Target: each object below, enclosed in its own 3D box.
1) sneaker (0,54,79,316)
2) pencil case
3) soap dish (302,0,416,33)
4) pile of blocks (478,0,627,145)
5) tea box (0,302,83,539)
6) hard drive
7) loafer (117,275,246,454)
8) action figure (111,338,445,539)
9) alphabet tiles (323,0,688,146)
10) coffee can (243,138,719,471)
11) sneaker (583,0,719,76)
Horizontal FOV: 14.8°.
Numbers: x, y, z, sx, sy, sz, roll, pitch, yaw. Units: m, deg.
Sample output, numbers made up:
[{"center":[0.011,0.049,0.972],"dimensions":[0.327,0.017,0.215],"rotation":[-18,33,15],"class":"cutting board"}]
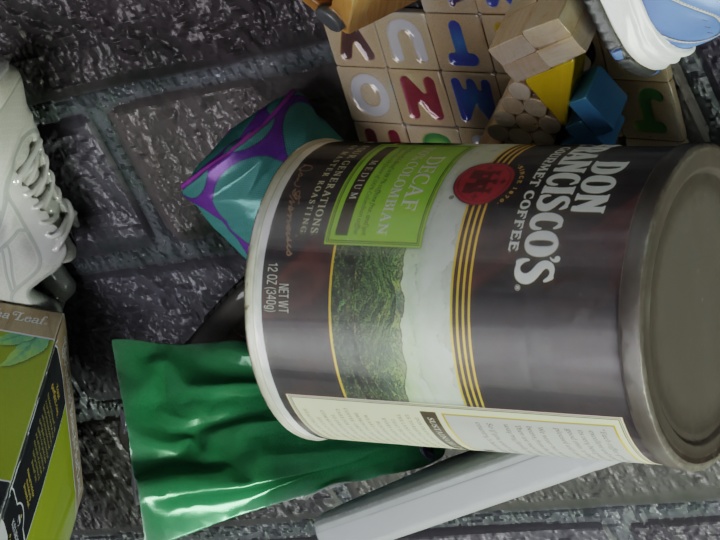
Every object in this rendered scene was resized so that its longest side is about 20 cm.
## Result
[{"center":[-0.200,-0.045,1.603],"dimensions":[0.081,0.075,0.200],"rotation":[23,144,12],"class":"sneaker"},{"center":[0.000,0.000,1.452],"dimensions":[0.200,0.085,0.092],"rotation":[47,178,-5],"class":"pencil case"},{"center":[-0.027,-0.200,1.266],"dimensions":[0.157,0.081,0.200],"rotation":[38,165,7],"class":"soap dish"},{"center":[0.098,-0.070,1.335],"dimensions":[0.082,0.062,0.200],"rotation":[21,143,7],"class":"pile of blocks"},{"center":[-0.254,0.147,1.660],"dimensions":[0.133,0.197,0.200],"rotation":[10,143,6],"class":"tea box"},{"center":[0.088,0.097,1.417],"dimensions":[0.200,0.132,0.026],"rotation":[-23,87,41],"class":"hard drive"},{"center":[-0.075,0.065,1.581],"dimensions":[0.071,0.073,0.200],"rotation":[45,139,2],"class":"loafer"},{"center":[-0.028,0.083,1.501],"dimensions":[0.055,0.199,0.119],"rotation":[111,151,-71],"class":"action figure"},{"center":[0.073,-0.085,1.388],"dimensions":[0.200,0.008,0.168],"rotation":[6,126,36],"class":"alphabet tiles"},{"center":[0.067,0.013,1.278],"dimensions":[0.199,0.146,0.147],"rotation":[2,124,29],"class":"coffee can"},{"center":[0.116,-0.188,1.231],"dimensions":[0.077,0.076,0.200],"rotation":[-21,110,23],"class":"sneaker"}]
